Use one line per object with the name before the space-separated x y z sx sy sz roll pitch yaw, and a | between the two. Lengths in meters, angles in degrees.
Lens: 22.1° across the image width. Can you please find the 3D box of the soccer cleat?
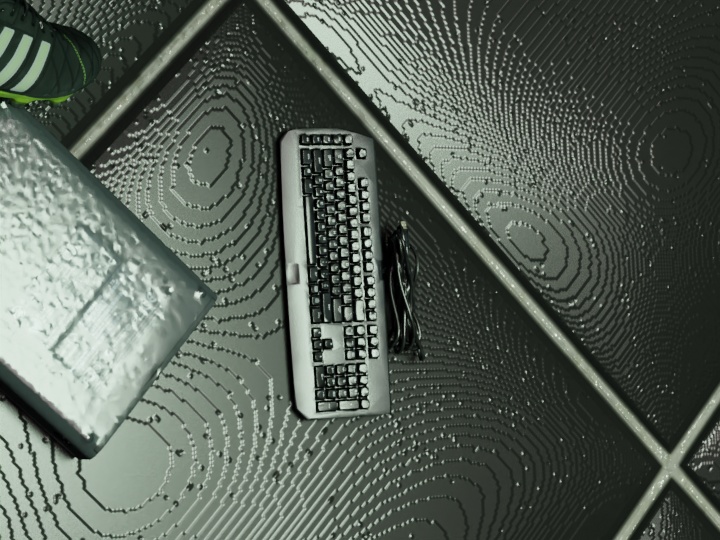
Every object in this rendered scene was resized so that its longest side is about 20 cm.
soccer cleat | -0.218 -0.144 1.108 0.200 0.067 0.082 -12 129 -59

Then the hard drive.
hard drive | -0.203 0.001 1.164 0.200 0.033 0.140 45 66 -18

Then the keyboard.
keyboard | 0.000 0.000 1.276 0.103 0.040 0.202 -3 87 -29
